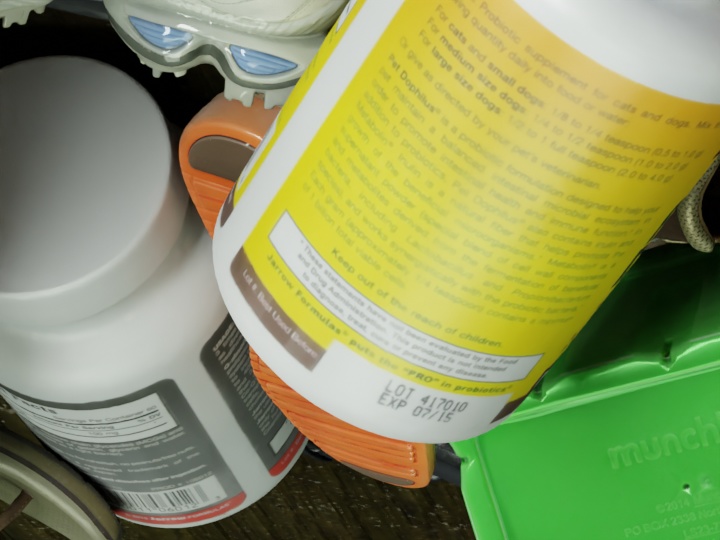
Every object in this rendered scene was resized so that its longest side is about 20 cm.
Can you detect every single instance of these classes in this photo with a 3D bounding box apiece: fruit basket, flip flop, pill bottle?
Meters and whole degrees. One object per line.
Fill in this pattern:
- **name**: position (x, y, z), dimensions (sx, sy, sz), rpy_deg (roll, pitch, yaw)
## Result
- **fruit basket**: position (0.139, 0.060, 0.841), dimensions (0.215, 0.156, 0.216), rpy_deg (-17, -176, 1)
- **flip flop**: position (-0.189, 0.077, 0.913), dimensions (0.200, 0.058, 0.081), rpy_deg (20, 165, -16)
- **pill bottle**: position (0.046, -0.052, 0.665), dimensions (0.109, 0.109, 0.200), rpy_deg (20, 128, -21)
- **pill bottle**: position (-0.089, 0.011, 0.891), dimensions (0.116, 0.116, 0.200), rpy_deg (3, 154, 13)

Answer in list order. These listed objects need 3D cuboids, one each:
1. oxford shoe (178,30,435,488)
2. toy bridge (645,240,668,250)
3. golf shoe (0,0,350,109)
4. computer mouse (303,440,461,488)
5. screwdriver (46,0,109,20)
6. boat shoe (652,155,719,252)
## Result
- **oxford shoe**: position (0.000, 0.000, 0.840), dimensions (0.071, 0.073, 0.200), rpy_deg (14, 142, 27)
- **toy bridge**: position (0.093, -0.004, 0.883), dimensions (0.067, 0.027, 0.200), rpy_deg (-15, 144, 42)
- **golf shoe**: position (-0.095, -0.117, 0.701), dimensions (0.200, 0.078, 0.097), rpy_deg (8, 134, -3)
- **computer mouse**: position (0.058, 0.078, 1.026), dimensions (0.200, 0.053, 0.138), rpy_deg (1, 172, 9)
- **screwdriver**: position (-0.020, -0.082, 0.774), dimensions (0.200, 0.029, 0.028), rpy_deg (12, 155, -5)
- **boat shoe**: position (0.101, -0.041, 0.743), dimensions (0.202, 0.075, 0.075), rpy_deg (-4, 116, 12)
